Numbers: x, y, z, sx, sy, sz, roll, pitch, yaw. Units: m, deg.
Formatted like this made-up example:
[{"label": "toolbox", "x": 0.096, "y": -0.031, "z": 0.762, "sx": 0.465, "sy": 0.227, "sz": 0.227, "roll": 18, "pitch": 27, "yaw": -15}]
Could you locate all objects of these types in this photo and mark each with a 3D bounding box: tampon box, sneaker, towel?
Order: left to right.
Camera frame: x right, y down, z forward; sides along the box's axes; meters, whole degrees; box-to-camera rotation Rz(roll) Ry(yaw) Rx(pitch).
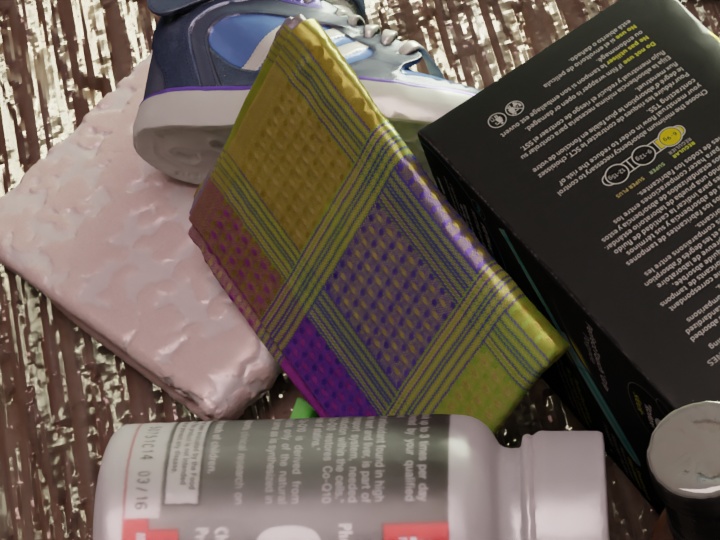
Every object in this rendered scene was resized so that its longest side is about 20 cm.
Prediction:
[{"label": "towel", "x": -0.063, "y": -0.036, "z": 1.199, "sx": 0.191, "sy": 0.032, "sz": 0.200, "roll": 32, "pitch": 69, "yaw": 34}, {"label": "sneaker", "x": -0.006, "y": -0.113, "z": 1.167, "sx": 0.200, "sy": 0.081, "sz": 0.147, "roll": 2, "pitch": 59, "yaw": 25}, {"label": "towel", "x": 0.000, "y": 0.000, "z": 1.069, "sx": 0.023, "sy": 0.144, "sz": 0.200, "roll": -18, "pitch": 61, "yaw": -41}, {"label": "tampon box", "x": 0.142, "y": 0.009, "z": 1.028, "sx": 0.126, "sy": 0.150, "sz": 0.200, "roll": -34, "pitch": 53, "yaw": -8}]

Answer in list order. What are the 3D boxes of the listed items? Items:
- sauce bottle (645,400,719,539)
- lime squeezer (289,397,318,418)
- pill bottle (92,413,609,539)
[{"label": "sauce bottle", "x": 0.143, "y": 0.118, "z": 0.918, "sx": 0.065, "sy": 0.200, "sz": 0.065, "roll": -8, "pitch": 51, "yaw": 10}, {"label": "lime squeezer", "x": -0.072, "y": 0.139, "z": 1.072, "sx": 0.071, "sy": 0.038, "sz": 0.200, "roll": 35, "pitch": 73, "yaw": 30}, {"label": "pill bottle", "x": 0.000, "y": 0.115, "z": 0.989, "sx": 0.200, "sy": 0.114, "sz": 0.114, "roll": -2, "pitch": 54, "yaw": 4}]
